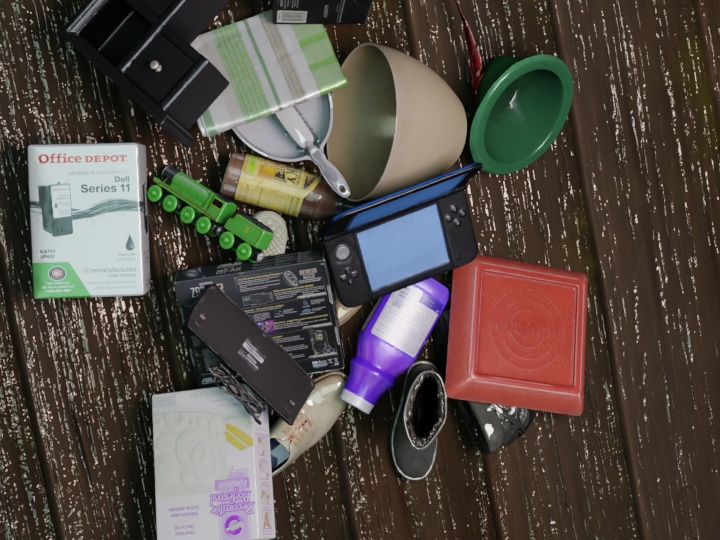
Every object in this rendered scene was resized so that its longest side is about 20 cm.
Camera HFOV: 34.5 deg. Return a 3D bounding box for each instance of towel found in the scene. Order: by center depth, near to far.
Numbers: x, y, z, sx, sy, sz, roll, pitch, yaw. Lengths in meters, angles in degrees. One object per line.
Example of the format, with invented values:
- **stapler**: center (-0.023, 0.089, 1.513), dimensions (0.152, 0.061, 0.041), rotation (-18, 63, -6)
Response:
- **towel**: center (-0.132, -0.264, 1.515), dimensions (0.199, 0.031, 0.150), rotation (-20, 70, -4)

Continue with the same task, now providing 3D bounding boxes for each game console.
- **game console**: center (0.061, -0.041, 1.443), dimensions (0.200, 0.118, 0.171), rotation (-21, 115, -10)

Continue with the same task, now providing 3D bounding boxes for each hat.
- **hat**: center (0.173, -0.257, 1.566), dimensions (0.165, 0.176, 0.200), rotation (1, 122, -40)

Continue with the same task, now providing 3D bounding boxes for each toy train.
- **toy train**: center (-0.196, -0.076, 1.505), dimensions (0.200, 0.042, 0.056), rotation (33, 97, 23)

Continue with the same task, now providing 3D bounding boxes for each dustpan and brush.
- **dustpan and brush**: center (-0.072, -0.172, 1.512), dimensions (0.139, 0.057, 0.200), rotation (-36, 82, 0)

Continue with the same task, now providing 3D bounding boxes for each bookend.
- **bookend**: center (-0.233, -0.298, 1.459), dimensions (0.200, 0.092, 0.199), rotation (43, 91, 19)

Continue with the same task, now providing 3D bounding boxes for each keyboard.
- **keyboard**: center (-0.153, 0.119, 1.480), dimensions (0.200, 0.040, 0.104), rotation (46, 50, -16)

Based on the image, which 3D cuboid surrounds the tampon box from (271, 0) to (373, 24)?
- **tampon box**: center (-0.050, -0.427, 1.456), dimensions (0.126, 0.150, 0.201), rotation (-1, 84, -5)

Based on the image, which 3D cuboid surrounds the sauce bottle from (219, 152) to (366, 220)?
- **sauce bottle**: center (-0.084, -0.103, 1.541), dimensions (0.199, 0.065, 0.065), rotation (15, 93, -7)

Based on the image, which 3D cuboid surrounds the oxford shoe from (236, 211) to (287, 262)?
- **oxford shoe**: center (-0.142, 0.010, 1.552), dimensions (0.075, 0.058, 0.201), rotation (13, 108, -11)

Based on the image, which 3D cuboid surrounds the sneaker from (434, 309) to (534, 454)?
- **sneaker**: center (0.176, 0.138, 1.579), dimensions (0.114, 0.076, 0.200), rotation (-21, 81, -23)

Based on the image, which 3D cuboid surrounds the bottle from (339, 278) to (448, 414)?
- **bottle**: center (0.040, 0.094, 1.552), dimensions (0.083, 0.065, 0.200), rotation (30, 83, -9)

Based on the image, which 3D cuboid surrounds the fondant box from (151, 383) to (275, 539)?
- **fondant box**: center (-0.193, 0.255, 1.514), dimensions (0.144, 0.058, 0.201), rotation (-9, 77, 17)

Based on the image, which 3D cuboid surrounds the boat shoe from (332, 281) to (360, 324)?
- **boat shoe**: center (0.000, 0.000, 1.551), dimensions (0.074, 0.069, 0.200), rotation (39, 91, -7)

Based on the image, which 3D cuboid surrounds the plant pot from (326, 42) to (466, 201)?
- **plant pot**: center (0.057, -0.184, 1.495), dimensions (0.134, 0.200, 0.201), rotation (3, 95, -27)

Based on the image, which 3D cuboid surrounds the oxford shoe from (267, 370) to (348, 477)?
- **oxford shoe**: center (-0.084, 0.218, 1.561), dimensions (0.071, 0.074, 0.200), rotation (43, 90, -7)

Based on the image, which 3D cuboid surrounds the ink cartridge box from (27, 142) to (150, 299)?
- **ink cartridge box**: center (-0.352, -0.068, 1.512), dimensions (0.146, 0.083, 0.201), rotation (-2, 94, -5)

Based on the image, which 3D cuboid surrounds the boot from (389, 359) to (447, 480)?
- **boot**: center (0.080, 0.205, 1.509), dimensions (0.072, 0.200, 0.182), rotation (0, 95, -5)

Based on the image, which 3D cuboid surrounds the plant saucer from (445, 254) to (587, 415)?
- **plant saucer**: center (0.217, 0.081, 1.546), dimensions (0.199, 0.037, 0.201), rotation (9, 75, -14)

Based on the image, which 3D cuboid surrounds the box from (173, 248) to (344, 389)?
- **box**: center (-0.130, 0.065, 1.520), dimensions (0.199, 0.044, 0.161), rotation (-9, 113, 3)
